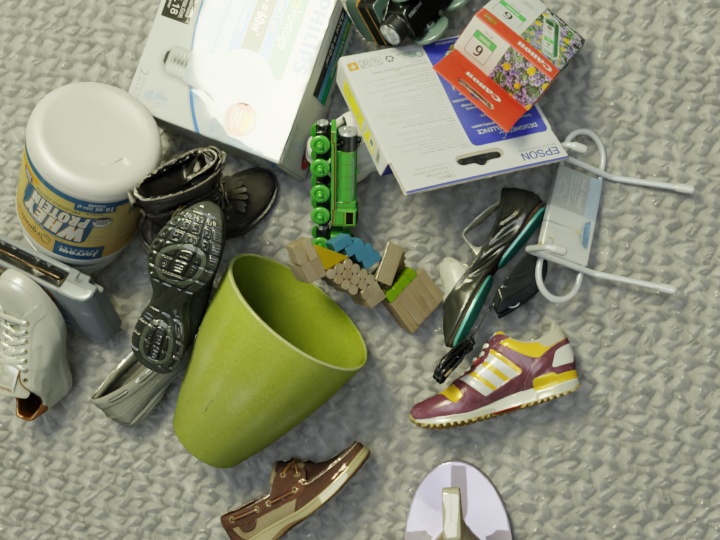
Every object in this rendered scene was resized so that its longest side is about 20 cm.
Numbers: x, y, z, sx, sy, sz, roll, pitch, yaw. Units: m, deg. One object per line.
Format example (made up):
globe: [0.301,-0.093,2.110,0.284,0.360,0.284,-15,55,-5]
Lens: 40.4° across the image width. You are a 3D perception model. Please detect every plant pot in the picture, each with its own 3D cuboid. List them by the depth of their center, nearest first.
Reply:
plant pot: [-0.124,0.119,1.103,0.187,0.187,0.201,41,108,8]

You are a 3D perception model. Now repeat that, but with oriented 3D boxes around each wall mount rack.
wall mount rack: [0.274,-0.055,1.084,0.171,0.074,0.204,17,82,-23]

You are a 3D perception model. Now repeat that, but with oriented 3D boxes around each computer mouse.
computer mouse: [0.150,0.054,1.084,0.034,0.059,0.200,36,71,17]

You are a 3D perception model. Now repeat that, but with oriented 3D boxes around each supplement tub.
supplement tub: [-0.310,-0.097,1.101,0.142,0.200,0.147,11,57,-18]

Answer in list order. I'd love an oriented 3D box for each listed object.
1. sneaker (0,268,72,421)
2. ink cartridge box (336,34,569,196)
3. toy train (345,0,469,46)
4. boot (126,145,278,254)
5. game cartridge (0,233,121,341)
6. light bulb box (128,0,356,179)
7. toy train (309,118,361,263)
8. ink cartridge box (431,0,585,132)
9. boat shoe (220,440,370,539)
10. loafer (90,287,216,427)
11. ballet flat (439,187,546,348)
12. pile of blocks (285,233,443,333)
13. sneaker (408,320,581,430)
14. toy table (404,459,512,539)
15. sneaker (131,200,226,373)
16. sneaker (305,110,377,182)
sneaker: [-0.386,0.095,1.124,0.072,0.085,0.202,15,132,21]
ink cartridge box: [0.096,-0.166,1.064,0.194,0.047,0.202,-13,61,-17]
toy train: [0.072,-0.332,1.099,0.113,0.086,0.201,20,65,46]
boot: [-0.166,-0.087,1.084,0.198,0.174,0.070,-30,79,-22]
game cartridge: [-0.382,0.016,1.157,0.197,0.134,0.042,24,61,12]
light bulb box: [-0.134,-0.236,1.132,0.197,0.125,0.201,20,91,10]
toy train: [-0.029,-0.078,1.101,0.055,0.042,0.203,1,126,-2]
ink cartridge box: [0.163,-0.234,1.051,0.109,0.200,0.051,40,130,2]
boat shoe: [-0.079,0.252,1.135,0.199,0.072,0.072,-39,84,12]
loafer: [-0.240,0.096,1.157,0.069,0.070,0.201,35,94,-36]
ballet flat: [0.136,-0.008,1.116,0.068,0.068,0.201,32,83,18]
pile of blocks: [0.000,0.000,1.112,0.198,0.062,0.083,26,84,-26]
sneaker: [0.145,0.120,1.108,0.197,0.075,0.092,-15,78,2]
toy table: [0.104,0.322,1.079,0.181,0.117,0.204,-14,87,8]
sneaker: [-0.193,0.010,1.069,0.075,0.091,0.202,27,113,2]
sneaker: [0.031,-0.151,1.114,0.197,0.100,0.076,-19,74,7]
